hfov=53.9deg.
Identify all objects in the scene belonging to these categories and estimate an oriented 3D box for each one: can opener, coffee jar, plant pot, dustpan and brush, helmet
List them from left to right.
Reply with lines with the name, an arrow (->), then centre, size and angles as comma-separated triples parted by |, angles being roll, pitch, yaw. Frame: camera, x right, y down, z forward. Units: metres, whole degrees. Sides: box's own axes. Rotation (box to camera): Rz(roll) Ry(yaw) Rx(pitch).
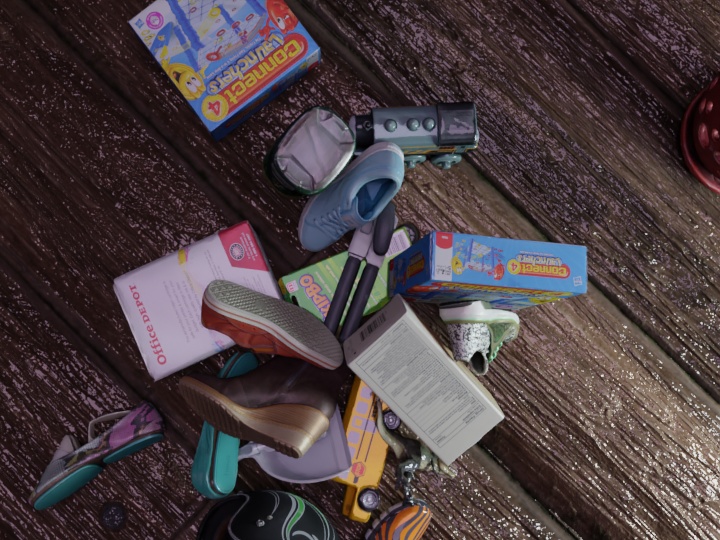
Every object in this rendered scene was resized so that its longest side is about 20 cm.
helmet -> -0.116, 0.377, 0.899 | 0.196, 0.191, 0.204 | -1, 96, -6
dustpan and brush -> -0.119, 0.236, 0.968 | 0.198, 0.057, 0.141 | -28, 64, 24
coffee jar -> -0.074, -0.149, 0.935 | 0.085, 0.200, 0.105 | 41, 85, -12
can opener -> 0.000, 0.000, 0.966 | 0.053, 0.067, 0.203 | 20, 79, 0
plant pot -> 0.552, -0.201, 0.970 | 0.197, 0.183, 0.204 | 0, 86, -3

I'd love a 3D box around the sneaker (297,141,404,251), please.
sneaker -> -0.019, -0.085, 0.951 | 0.073, 0.083, 0.200 | 31, 122, -23

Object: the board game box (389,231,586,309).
board game box -> 0.154, 0.005, 0.910 | 0.196, 0.196, 0.057 | 5, 80, -11

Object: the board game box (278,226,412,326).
board game box -> -0.011, 0.019, 1.011 | 0.197, 0.030, 0.097 | -22, 87, -6

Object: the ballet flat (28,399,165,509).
ballet flat -> -0.364, 0.244, 0.967 | 0.198, 0.069, 0.072 | -31, 69, -8

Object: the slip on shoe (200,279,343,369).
slip on shoe -> -0.114, 0.078, 0.909 | 0.198, 0.074, 0.062 | 24, 121, -11

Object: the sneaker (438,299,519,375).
sneaker -> 0.156, 0.094, 0.938 | 0.076, 0.199, 0.090 | -3, 78, 32

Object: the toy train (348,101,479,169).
toy train -> 0.073, -0.191, 0.985 | 0.196, 0.114, 0.087 | -1, 85, -2

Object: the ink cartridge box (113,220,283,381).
ink cartridge box -> -0.213, 0.040, 0.972 | 0.197, 0.086, 0.150 | -23, 88, -3

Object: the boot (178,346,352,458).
boot -> -0.119, 0.144, 0.938 | 0.197, 0.073, 0.167 | 23, 48, 10

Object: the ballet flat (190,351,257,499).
ballet flat -> -0.192, 0.206, 0.963 | 0.070, 0.067, 0.203 | -14, 56, 35

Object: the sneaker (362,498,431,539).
sneaker -> 0.037, 0.405, 0.935 | 0.200, 0.112, 0.077 | -49, 122, 2

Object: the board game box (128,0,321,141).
board game box -> -0.191, -0.327, 1.014 | 0.199, 0.056, 0.197 | -38, 88, -4

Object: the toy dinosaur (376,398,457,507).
toy dinosaur -> 0.064, 0.254, 0.933 | 0.047, 0.200, 0.089 | -15, 48, 29

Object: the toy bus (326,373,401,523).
toy bus -> 0.006, 0.234, 0.976 | 0.077, 0.065, 0.203 | 16, 85, -1

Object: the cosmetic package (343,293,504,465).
cosmetic package -> 0.080, 0.140, 0.907 | 0.105, 0.071, 0.200 | -40, 107, 7
